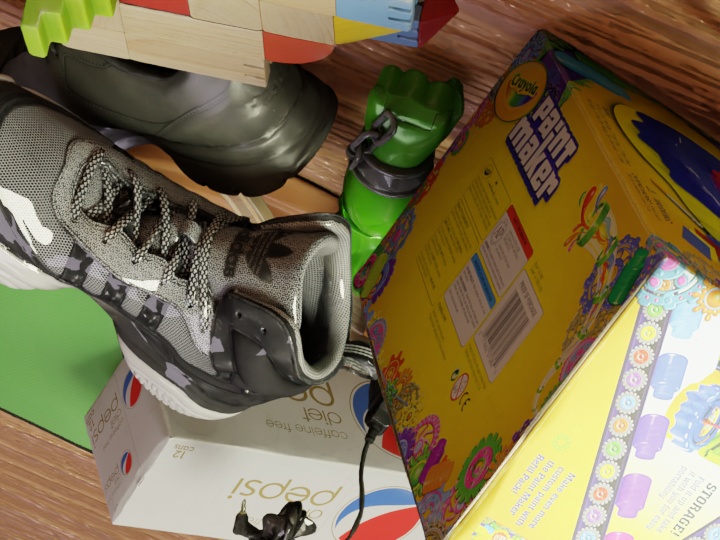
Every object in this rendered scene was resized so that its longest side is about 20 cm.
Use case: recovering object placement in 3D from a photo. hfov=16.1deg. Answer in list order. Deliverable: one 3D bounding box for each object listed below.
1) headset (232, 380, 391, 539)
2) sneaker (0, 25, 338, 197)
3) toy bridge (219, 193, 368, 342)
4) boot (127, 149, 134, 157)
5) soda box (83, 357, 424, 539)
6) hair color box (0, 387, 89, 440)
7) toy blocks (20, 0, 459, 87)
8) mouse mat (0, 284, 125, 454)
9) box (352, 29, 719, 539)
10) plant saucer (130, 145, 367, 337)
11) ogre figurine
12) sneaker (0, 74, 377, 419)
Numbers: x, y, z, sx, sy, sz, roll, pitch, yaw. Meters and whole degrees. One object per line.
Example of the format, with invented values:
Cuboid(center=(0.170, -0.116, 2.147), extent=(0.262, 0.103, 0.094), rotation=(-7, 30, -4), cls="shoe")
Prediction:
Cuboid(center=(0.040, 0.079, 1.099), extent=(0.124, 0.199, 0.094), rotation=(58, 147, 15), cls="headset")
Cuboid(center=(-0.105, -0.087, 1.037), extent=(0.199, 0.076, 0.091), rotation=(3, 145, 33), cls="sneaker")
Cuboid(center=(0.000, 0.000, 1.132), extent=(0.200, 0.068, 0.027), rotation=(33, 161, -28), cls="toy bridge")
Cuboid(center=(-0.165, -0.044, 1.229), extent=(0.200, 0.071, 0.144), rotation=(26, 164, 27), cls="boot")
Cuboid(center=(-0.025, 0.087, 1.203), extent=(0.199, 0.068, 0.064), rotation=(11, 131, -32), cls="soda box")
Cuboid(center=(-0.158, 0.027, 1.327), extent=(0.199, 0.061, 0.099), rotation=(27, -163, 19), cls="hair color box")
Cuboid(center=(-0.035, -0.113, 0.835), extent=(0.136, 0.101, 0.200), rotation=(11, 162, 4), cls="toy blocks")
Cuboid(center=(-0.185, 0.021, 1.232), extent=(0.199, 0.008, 0.161), rotation=(22, 146, 24), cls="mouse mat")
Cuboid(center=(0.118, 0.046, 0.862), extent=(0.192, 0.122, 0.200), rotation=(31, -163, -20), cls="box")
Cuboid(center=(-0.049, -0.002, 1.247), extent=(0.199, 0.038, 0.200), rotation=(22, 162, 7), cls="plant saucer")
Cuboid(center=(0.067, 0.004, 1.019), extent=(0.199, 0.099, 0.120), rotation=(14, 151, -25), cls="ogre figurine")
Cuboid(center=(-0.072, -0.013, 0.985), extent=(0.113, 0.076, 0.200), rotation=(-5, 142, 41), cls="sneaker")
